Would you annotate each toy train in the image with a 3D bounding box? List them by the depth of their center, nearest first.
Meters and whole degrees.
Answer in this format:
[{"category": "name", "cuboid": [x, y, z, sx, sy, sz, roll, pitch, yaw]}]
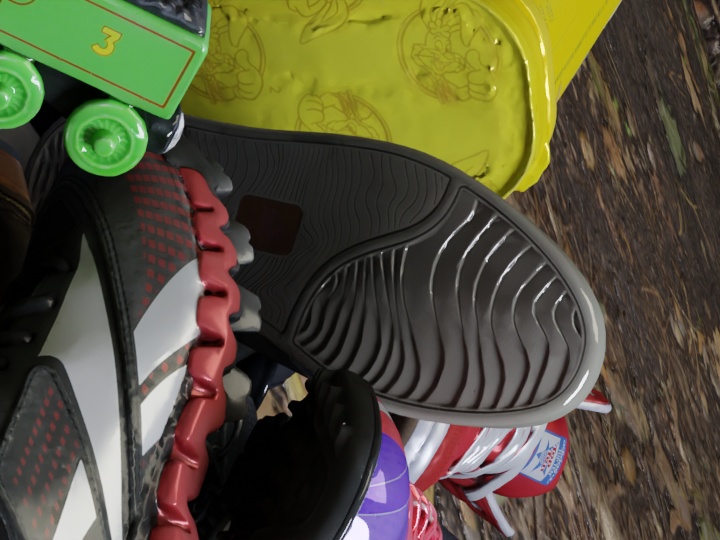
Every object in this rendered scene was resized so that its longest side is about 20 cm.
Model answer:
[{"category": "toy train", "cuboid": [-0.130, -0.086, 0.602, 0.200, 0.056, 0.042, 25, 27, -16]}]

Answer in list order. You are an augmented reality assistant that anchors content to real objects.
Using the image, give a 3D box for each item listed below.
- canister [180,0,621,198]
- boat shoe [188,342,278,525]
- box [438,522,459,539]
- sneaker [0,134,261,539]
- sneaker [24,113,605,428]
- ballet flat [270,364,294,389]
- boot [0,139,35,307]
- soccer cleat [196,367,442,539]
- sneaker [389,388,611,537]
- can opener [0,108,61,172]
[{"category": "canister", "cuboid": [0.018, -0.099, 0.884, 0.200, 0.148, 0.087, -55, 142, -59]}, {"category": "boat shoe", "cuboid": [-0.067, 0.059, 0.792, 0.200, 0.062, 0.075, -68, -178, -69]}, {"category": "box", "cuboid": [0.003, 0.151, 0.795, 0.161, 0.049, 0.200, 40, 26, -3]}, {"category": "sneaker", "cuboid": [-0.083, 0.041, 0.618, 0.098, 0.071, 0.201, 19, 59, -27]}, {"category": "sneaker", "cuboid": [0.000, 0.000, 0.748, 0.106, 0.200, 0.075, 25, 87, -63]}, {"category": "ballet flat", "cuboid": [-0.061, -0.030, 0.924, 0.073, 0.073, 0.200, -89, 156, -45]}, {"category": "boot", "cuboid": [-0.131, 0.008, 0.647, 0.200, 0.075, 0.097, 15, 57, -73]}, {"category": "soccer cleat", "cuboid": [-0.002, 0.076, 0.682, 0.073, 0.068, 0.200, 31, -11, -4]}, {"category": "sneaker", "cuboid": [0.040, 0.057, 0.859, 0.112, 0.071, 0.200, 37, 9, -11]}, {"category": "can opener", "cuboid": [-0.130, -0.102, 0.776, 0.079, 0.063, 0.200, -71, 142, -62]}]
